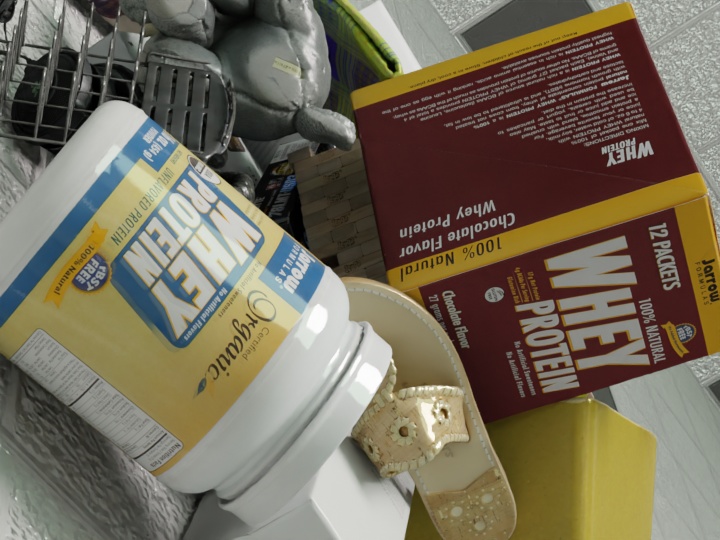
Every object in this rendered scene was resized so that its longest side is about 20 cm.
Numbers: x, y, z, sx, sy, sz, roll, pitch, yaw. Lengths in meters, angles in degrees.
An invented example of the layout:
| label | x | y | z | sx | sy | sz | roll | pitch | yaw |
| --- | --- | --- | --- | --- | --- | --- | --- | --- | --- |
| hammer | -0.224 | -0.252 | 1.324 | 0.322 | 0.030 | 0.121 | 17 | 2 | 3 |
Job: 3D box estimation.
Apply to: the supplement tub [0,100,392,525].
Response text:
| label | x | y | z | sx | sy | sz | roll | pitch | yaw |
| --- | --- | --- | --- | --- | --- | --- | --- | --- | --- |
| supplement tub | -0.097 | 0.024 | 0.936 | 0.200 | 0.145 | 0.145 | 39 | 17 | -9 |

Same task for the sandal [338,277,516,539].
| label | x | y | z | sx | sy | sz | roll | pitch | yaw |
| --- | --- | --- | --- | --- | --- | --- | --- | --- | --- |
| sandal | 0.039 | 0.098 | 1.039 | 0.212 | 0.077 | 0.070 | 58 | 7 | -29 |

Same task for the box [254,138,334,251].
| label | x | y | z | sx | sy | sz | roll | pitch | yaw |
| --- | --- | --- | --- | --- | --- | --- | --- | --- | --- |
| box | -0.028 | 0.021 | 1.333 | 0.199 | 0.049 | 0.201 | -68 | 143 | -66 |

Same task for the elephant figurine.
| label | x | y | z | sx | sy | sz | roll | pitch | yaw |
| --- | --- | --- | --- | --- | --- | --- | --- | --- | --- |
| elephant figurine | -0.091 | -0.146 | 1.228 | 0.200 | 0.140 | 0.156 | 156 | -68 | -78 |

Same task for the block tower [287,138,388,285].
| label | x | y | z | sx | sy | sz | roll | pitch | yaw |
| --- | --- | --- | --- | --- | --- | --- | --- | --- | --- |
| block tower | 0.000 | 0.000 | 1.194 | 0.054 | 0.057 | 0.201 | 62 | 10 | -51 |

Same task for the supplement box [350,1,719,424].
| label | x | y | z | sx | sy | sz | roll | pitch | yaw |
| --- | --- | --- | --- | --- | --- | --- | --- | --- | --- |
| supplement box | 0.114 | -0.035 | 1.139 | 0.201 | 0.196 | 0.133 | -101 | 171 | -47 |

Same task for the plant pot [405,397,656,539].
| label | x | y | z | sx | sy | sz | roll | pitch | yaw |
| --- | --- | --- | --- | --- | --- | --- | --- | --- | --- |
| plant pot | 0.090 | 0.204 | 1.208 | 0.194 | 0.194 | 0.201 | 30 | 58 | -64 |

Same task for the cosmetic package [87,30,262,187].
| label | x | y | z | sx | sy | sz | roll | pitch | yaw |
| --- | --- | --- | --- | --- | --- | --- | --- | --- | --- |
| cosmetic package | -0.127 | -0.081 | 1.348 | 0.201 | 0.052 | 0.151 | 60 | 16 | 3 |

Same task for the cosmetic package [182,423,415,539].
| label | x | y | z | sx | sy | sz | roll | pitch | yaw |
| --- | --- | --- | --- | --- | --- | --- | --- | --- | --- |
| cosmetic package | -0.037 | 0.150 | 1.044 | 0.085 | 0.107 | 0.200 | 56 | 15 | -11 |

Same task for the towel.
| label | x | y | z | sx | sy | sz | roll | pitch | yaw |
| --- | --- | --- | --- | --- | --- | --- | --- | --- | --- |
| towel | -0.019 | -0.141 | 1.286 | 0.144 | 0.023 | 0.200 | 46 | -15 | 14 |

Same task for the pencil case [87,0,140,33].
| label | x | y | z | sx | sy | sz | roll | pitch | yaw |
| --- | --- | --- | --- | --- | --- | --- | --- | --- | --- |
| pencil case | -0.164 | -0.214 | 1.446 | 0.200 | 0.077 | 0.090 | 44 | 28 | -45 |

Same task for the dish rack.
| label | x | y | z | sx | sy | sz | roll | pitch | yaw |
| --- | --- | --- | --- | --- | --- | --- | --- | --- | --- |
| dish rack | -0.170 | -0.117 | 1.042 | 0.199 | 0.055 | 0.154 | 9 | 29 | -8 |

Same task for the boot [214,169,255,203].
| label | x | y | z | sx | sy | sz | roll | pitch | yaw |
| --- | --- | --- | --- | --- | --- | --- | --- | --- | --- |
| boot | -0.078 | 0.010 | 1.116 | 0.211 | 0.079 | 0.159 | -68 | 142 | -73 |

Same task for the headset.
| label | x | y | z | sx | sy | sz | roll | pitch | yaw |
| --- | --- | --- | --- | --- | --- | --- | --- | --- | --- |
| headset | -0.173 | -0.118 | 1.166 | 0.200 | 0.094 | 0.123 | 44 | 10 | 13 |

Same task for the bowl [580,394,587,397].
| label | x | y | z | sx | sy | sz | roll | pitch | yaw |
| --- | --- | --- | --- | --- | --- | --- | --- | --- | --- |
| bowl | 0.062 | 0.048 | 1.304 | 0.200 | 0.107 | 0.201 | 36 | -40 | 36 |

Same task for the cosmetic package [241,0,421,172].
| label | x | y | z | sx | sy | sz | roll | pitch | yaw |
| --- | --- | --- | --- | --- | --- | --- | --- | --- | --- |
| cosmetic package | 0.000 | -0.096 | 1.524 | 0.201 | 0.123 | 0.199 | 57 | -14 | -1 |

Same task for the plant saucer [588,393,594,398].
| label | x | y | z | sx | sy | sz | roll | pitch | yaw |
| --- | --- | --- | --- | --- | --- | --- | --- | --- | --- |
| plant saucer | 0.110 | 0.159 | 1.395 | 0.032 | 0.200 | 0.201 | 17 | 38 | -37 |
